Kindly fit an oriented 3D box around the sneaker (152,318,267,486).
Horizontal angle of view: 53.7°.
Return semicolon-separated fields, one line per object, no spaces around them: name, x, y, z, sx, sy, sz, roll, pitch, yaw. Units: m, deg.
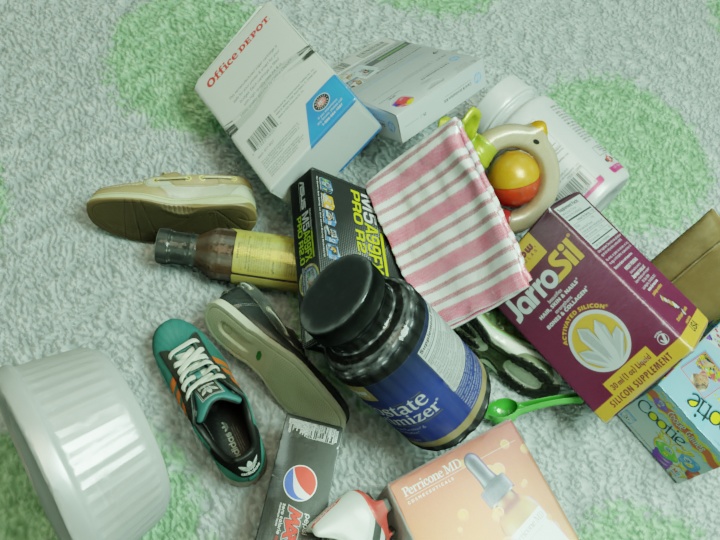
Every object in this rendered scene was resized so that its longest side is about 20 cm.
sneaker;-0.157;0.125;0.741;0.071;0.080;0.201;-30;71;-21

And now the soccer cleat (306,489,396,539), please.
soccer cleat;0.011;0.307;0.657;0.084;0.068;0.205;-19;91;-30

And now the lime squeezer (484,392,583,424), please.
lime squeezer;0.142;0.135;0.789;0.196;0.072;0.038;20;42;4

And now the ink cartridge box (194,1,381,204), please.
ink cartridge box;-0.092;-0.201;0.868;0.146;0.084;0.201;-43;63;11

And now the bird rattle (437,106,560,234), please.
bird rattle;0.161;-0.095;0.843;0.159;0.113;0.205;-15;102;0

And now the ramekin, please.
ramekin;-0.251;0.165;0.649;0.093;0.204;0.204;-26;69;-32

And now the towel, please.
towel;0.088;-0.045;0.779;0.030;0.145;0.204;-7;71;-51

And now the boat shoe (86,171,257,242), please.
boat shoe;-0.221;-0.080;0.850;0.194;0.075;0.068;2;49;-9

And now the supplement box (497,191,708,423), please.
supplement box;0.251;0.036;0.775;0.200;0.132;0.102;47;35;15

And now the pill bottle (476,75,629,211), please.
pill bottle;0.238;-0.151;0.925;0.112;0.114;0.201;-34;73;-23

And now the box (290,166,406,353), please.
box;0.000;0.000;0.807;0.158;0.044;0.205;17;55;-39

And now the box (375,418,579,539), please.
box;0.123;0.279;0.692;0.149;0.107;0.203;-22;68;-18

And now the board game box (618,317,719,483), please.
board game box;0.410;0.129;0.814;0.198;0.104;0.105;-34;72;-23

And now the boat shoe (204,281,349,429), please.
boat shoe;-0.080;0.093;0.779;0.200;0.072;0.067;44;40;8

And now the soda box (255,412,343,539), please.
soda box;-0.068;0.252;0.696;0.062;0.071;0.204;13;61;0

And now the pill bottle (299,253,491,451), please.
pill bottle;0.034;0.079;0.686;0.200;0.110;0.114;45;55;-33

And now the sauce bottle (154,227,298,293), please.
sauce bottle;-0.137;-0.016;0.826;0.195;0.065;0.066;10;61;-5

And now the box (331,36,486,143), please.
box;0.042;-0.243;0.929;0.155;0.042;0.198;-36;40;-23

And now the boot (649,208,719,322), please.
boot;0.329;0.000;0.815;0.176;0.200;0.066;52;36;11

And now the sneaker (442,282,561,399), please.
sneaker;0.161;0.061;0.838;0.199;0.077;0.089;40;53;5
